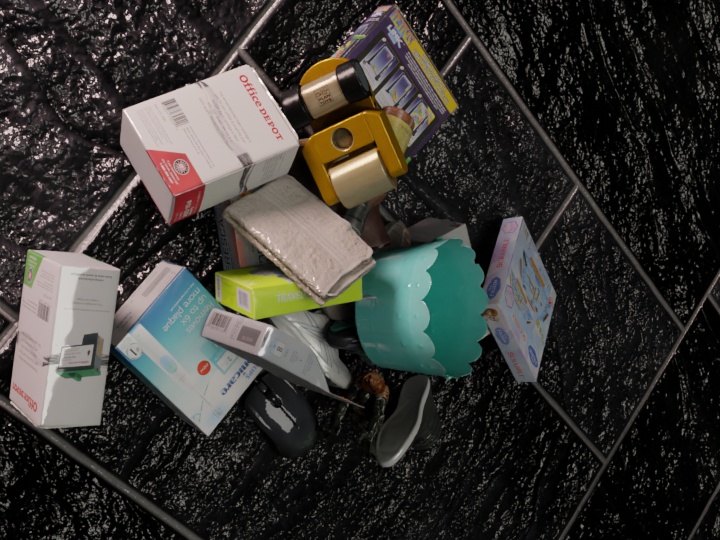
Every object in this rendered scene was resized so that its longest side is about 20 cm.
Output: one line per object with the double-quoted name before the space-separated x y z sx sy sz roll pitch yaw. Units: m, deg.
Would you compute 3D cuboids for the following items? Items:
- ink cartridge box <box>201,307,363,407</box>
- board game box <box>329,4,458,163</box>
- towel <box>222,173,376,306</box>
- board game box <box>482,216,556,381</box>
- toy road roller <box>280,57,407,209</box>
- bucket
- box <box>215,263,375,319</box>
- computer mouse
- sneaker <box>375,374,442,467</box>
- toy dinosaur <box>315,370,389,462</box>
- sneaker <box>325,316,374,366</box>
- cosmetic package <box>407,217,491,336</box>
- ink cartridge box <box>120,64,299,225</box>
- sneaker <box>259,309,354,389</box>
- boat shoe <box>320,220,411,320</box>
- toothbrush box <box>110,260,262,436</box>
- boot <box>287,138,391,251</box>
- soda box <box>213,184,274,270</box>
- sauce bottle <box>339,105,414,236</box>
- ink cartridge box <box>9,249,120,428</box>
"ink cartridge box" -0.100 0.121 1.331 0.199 0.159 0.048 31 77 -35
"board game box" 0.043 -0.282 1.521 0.166 0.056 0.201 -48 120 -20
"towel" -0.080 -0.047 1.331 0.199 0.035 0.132 40 44 12
"board game box" 0.274 0.050 1.674 0.201 0.041 0.201 59 39 -36
"toy road roller" -0.015 -0.203 1.382 0.121 0.146 0.203 -21 99 16
"bucket" 0.092 0.057 1.454 0.206 0.133 0.212 5 85 -57
"box" -0.091 0.022 1.365 0.197 0.121 0.049 -9 105 -33
"computer mouse" -0.128 0.220 1.491 0.139 0.052 0.201 -49 120 -18
"sneaker" 0.087 0.273 1.597 0.100 0.070 0.201 66 32 -26
"toy dinosaur" 0.002 0.207 1.514 0.137 0.101 0.201 -60 147 -27
"sneaker" 0.012 0.119 1.531 0.199 0.074 0.089 -11 115 -54
"cosmetic package" 0.137 0.022 1.605 0.089 0.106 0.203 -30 111 -27
"ink cartridge box" -0.204 -0.173 1.317 0.198 0.083 0.148 -26 73 -27
"sneaker" -0.067 0.111 1.505 0.200 0.074 0.088 49 65 -31
"boat shoe" 0.000 0.000 1.529 0.200 0.073 0.075 -46 123 -25
"toothbrush box" -0.248 0.110 1.373 0.147 0.085 0.201 -49 122 -18
"boot" -0.045 -0.107 1.445 0.197 0.072 0.169 -5 71 -40
"soda box" -0.165 -0.042 1.416 0.067 0.063 0.204 -16 107 -31
"sauce bottle" 0.019 -0.146 1.433 0.066 0.065 0.203 39 64 -32
"ink cartridge box" -0.381 0.085 1.242 0.083 0.145 0.204 5 96 -35
